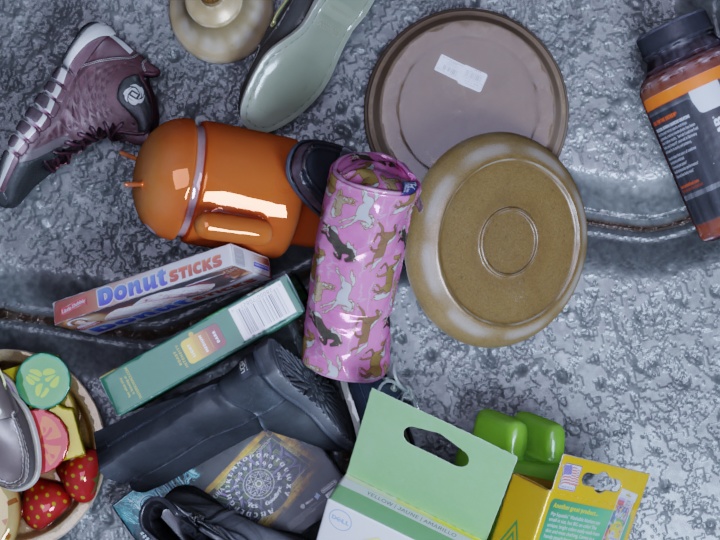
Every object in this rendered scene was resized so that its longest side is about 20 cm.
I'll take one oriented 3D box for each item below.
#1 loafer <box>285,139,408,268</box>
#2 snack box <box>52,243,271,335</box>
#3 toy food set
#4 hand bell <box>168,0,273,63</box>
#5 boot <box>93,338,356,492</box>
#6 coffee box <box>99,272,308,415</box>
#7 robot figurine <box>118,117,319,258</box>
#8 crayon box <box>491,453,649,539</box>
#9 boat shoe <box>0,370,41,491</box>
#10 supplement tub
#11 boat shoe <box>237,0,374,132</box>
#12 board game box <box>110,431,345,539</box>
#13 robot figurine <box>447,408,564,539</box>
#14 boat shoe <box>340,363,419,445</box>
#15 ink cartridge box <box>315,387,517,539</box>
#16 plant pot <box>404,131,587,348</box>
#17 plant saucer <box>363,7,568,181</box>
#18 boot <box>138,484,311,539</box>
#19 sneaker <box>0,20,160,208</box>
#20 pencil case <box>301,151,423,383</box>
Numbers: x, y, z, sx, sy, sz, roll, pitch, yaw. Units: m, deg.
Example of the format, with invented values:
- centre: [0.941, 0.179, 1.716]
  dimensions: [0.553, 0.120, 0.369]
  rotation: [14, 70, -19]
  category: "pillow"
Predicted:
- centre: [0.019, -0.062, 1.538]
  dimensions: [0.199, 0.063, 0.073]
  rotation: [34, 70, -35]
  category: "loafer"
- centre: [-0.185, 0.019, 1.554]
  dimensions: [0.198, 0.072, 0.025]
  rotation: [-17, 74, 23]
  category: "snack box"
- centre: [-0.342, 0.171, 1.601]
  dimensions: [0.198, 0.049, 0.200]
  rotation: [-17, 88, 2]
  category: "toy food set"
- centre: [-0.139, -0.254, 1.527]
  dimensions: [0.103, 0.200, 0.106]
  rotation: [0, 90, 2]
  category: "hand bell"
- centre: [-0.123, 0.155, 1.546]
  dimensions: [0.199, 0.066, 0.165]
  rotation: [-31, 133, 14]
  category: "boot"
- centre: [-0.141, 0.067, 1.561]
  dimensions: [0.198, 0.123, 0.044]
  rotation: [-30, 89, 3]
  category: "coffee box"
- centre: [-0.125, -0.077, 1.554]
  dimensions: [0.197, 0.117, 0.146]
  rotation: [10, 67, -17]
  category: "robot figurine"
- centre: [0.169, 0.257, 1.469]
  dimensions: [0.125, 0.051, 0.202]
  rotation: [17, 93, -41]
  category: "crayon box"
- centre: [-0.357, 0.113, 1.549]
  dimensions: [0.071, 0.060, 0.202]
  rotation: [-24, 88, 1]
  category: "boat shoe"
- centre: [0.326, -0.136, 1.558]
  dimensions: [0.106, 0.107, 0.202]
  rotation: [-23, 89, 1]
  category: "supplement tub"
- centre: [-0.054, -0.223, 1.596]
  dimensions: [0.071, 0.061, 0.202]
  rotation: [34, 95, -36]
  category: "boat shoe"
- centre: [-0.121, 0.217, 1.603]
  dimensions: [0.199, 0.028, 0.136]
  rotation: [-36, 88, 1]
  category: "board game box"
- centre: [0.135, 0.233, 1.549]
  dimensions: [0.174, 0.115, 0.203]
  rotation: [7, 94, -30]
  category: "robot figurine"
- centre: [0.024, 0.135, 1.554]
  dimensions: [0.061, 0.075, 0.202]
  rotation: [-21, 61, 21]
  category: "boat shoe"
- centre: [0.042, 0.217, 1.461]
  dimensions: [0.144, 0.048, 0.202]
  rotation: [24, 128, 12]
  category: "ink cartridge box"
- centre: [0.133, -0.027, 1.555]
  dimensions: [0.198, 0.027, 0.203]
  rotation: [-4, 98, -27]
  category: "plant pot"
- centre: [0.101, -0.152, 1.604]
  dimensions: [0.197, 0.029, 0.203]
  rotation: [0, 89, 3]
  category: "plant saucer"
- centre: [-0.107, 0.263, 1.522]
  dimensions: [0.198, 0.132, 0.071]
  rotation: [23, 89, 2]
  category: "boot"
- centre: [-0.258, -0.127, 1.593]
  dimensions: [0.115, 0.076, 0.201]
  rotation: [31, 89, -1]
  category: "sneaker"
- centre: [0.000, 0.000, 1.483]
  dimensions: [0.085, 0.083, 0.202]
  rotation: [16, 114, 10]
  category: "pencil case"
